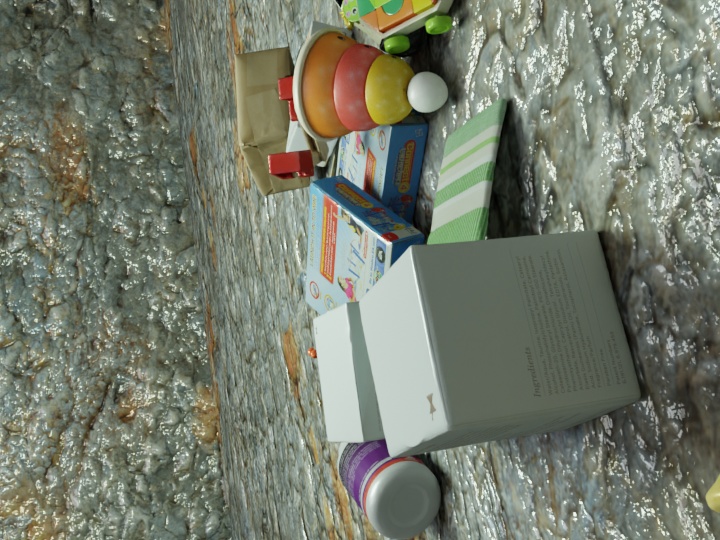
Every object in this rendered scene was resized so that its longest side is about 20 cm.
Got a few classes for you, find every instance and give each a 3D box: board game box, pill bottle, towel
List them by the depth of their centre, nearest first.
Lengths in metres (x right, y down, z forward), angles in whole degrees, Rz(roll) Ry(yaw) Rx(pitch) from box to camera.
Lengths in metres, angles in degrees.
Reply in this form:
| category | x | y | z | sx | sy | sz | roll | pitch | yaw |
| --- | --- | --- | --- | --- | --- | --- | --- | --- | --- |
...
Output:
| category | x | y | z | sx | sy | sz | roll | pitch | yaw |
| --- | --- | --- | --- | --- | --- | --- | --- | --- | --- |
| towel | 0.118 | -0.077 | 1.067 | 0.152 | 0.023 | 0.203 | 153 | 130 | -70 |
| board game box | 0.000 | 0.000 | 1.306 | 0.195 | 0.055 | 0.203 | 40 | 136 | 43 |
| board game box | 0.025 | -0.167 | 1.358 | 0.197 | 0.055 | 0.202 | -118 | 29 | -49 |
| pill bottle | 0.034 | 0.303 | 1.374 | 0.200 | 0.111 | 0.114 | -147 | 54 | -67 |

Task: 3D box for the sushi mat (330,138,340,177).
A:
| category | x | y | z | sx | sy | sz | roll | pitch | yaw |
| --- | --- | --- | --- | --- | --- | --- | --- | --- | --- |
| sushi mat | -0.042 | -0.160 | 1.520 | 0.096 | 0.012 | 0.204 | -89 | 9 | -85 |

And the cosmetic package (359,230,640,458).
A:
| category | x | y | z | sx | sy | sz | roll | pitch | yaw |
| --- | --- | --- | --- | --- | --- | --- | --- | --- | --- |
| cosmetic package | 0.126 | 0.073 | 0.895 | 0.167 | 0.197 | 0.169 | 132 | 130 | -64 |

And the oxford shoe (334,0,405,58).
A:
| category | x | y | z | sx | sy | sz | roll | pitch | yaw |
| --- | --- | --- | --- | --- | --- | --- | --- | --- | --- |
| oxford shoe | 0.012 | -0.354 | 1.312 | 0.201 | 0.073 | 0.072 | -122 | 35 | -48 |

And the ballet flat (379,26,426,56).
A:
| category | x | y | z | sx | sy | sz | roll | pitch | yaw |
| --- | --- | --- | --- | --- | --- | --- | --- | --- | --- |
| ballet flat | 0.057 | -0.379 | 1.196 | 0.066 | 0.056 | 0.204 | -158 | 68 | -68 |

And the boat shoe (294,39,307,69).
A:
| category | x | y | z | sx | sy | sz | roll | pitch | yaw |
| --- | --- | --- | --- | --- | --- | --- | --- | --- | --- |
| boat shoe | -0.088 | -0.305 | 1.646 | 0.057 | 0.066 | 0.204 | -156 | 59 | -64 |

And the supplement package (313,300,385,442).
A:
| category | x | y | z | sx | sy | sz | roll | pitch | yaw |
| --- | --- | --- | --- | --- | --- | --- | --- | --- | --- |
| supplement package | 0.064 | 0.111 | 1.091 | 0.152 | 0.197 | 0.153 | 151 | 112 | -70 |

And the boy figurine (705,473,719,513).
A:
| category | x | y | z | sx | sy | sz | roll | pitch | yaw |
| --- | --- | --- | --- | --- | --- | --- | --- | --- | --- |
| boy figurine | 0.300 | 0.134 | 0.603 | 0.201 | 0.063 | 0.126 | 115 | 145 | -58 |

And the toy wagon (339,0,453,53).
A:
| category | x | y | z | sx | sy | sz | roll | pitch | yaw |
| --- | --- | --- | --- | --- | --- | --- | --- | --- | --- |
| toy wagon | 0.041 | -0.354 | 1.163 | 0.198 | 0.039 | 0.158 | -16 | 80 | 41 |

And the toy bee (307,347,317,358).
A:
| category | x | y | z | sx | sy | sz | roll | pitch | yaw |
| --- | --- | --- | --- | --- | --- | --- | --- | --- | --- |
| toy bee | -0.032 | 0.106 | 1.527 | 0.131 | 0.107 | 0.203 | 139 | 123 | -66 |

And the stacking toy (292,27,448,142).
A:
| category | x | y | z | sx | sy | sz | roll | pitch | yaw |
| --- | --- | --- | --- | --- | --- | --- | --- | --- | --- |
| stacking toy | 0.025 | -0.232 | 1.196 | 0.197 | 0.146 | 0.149 | 11 | 110 | 30 |

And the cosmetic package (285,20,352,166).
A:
| category | x | y | z | sx | sy | sz | roll | pitch | yaw |
| --- | --- | --- | --- | --- | --- | --- | --- | --- | --- |
| cosmetic package | -0.067 | -0.283 | 1.494 | 0.102 | 0.070 | 0.203 | 125 | 154 | -63 |

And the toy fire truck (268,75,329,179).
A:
| category | x | y | z | sx | sy | sz | roll | pitch | yaw |
| --- | --- | --- | --- | --- | --- | --- | --- | --- | --- |
| toy fire truck | -0.068 | -0.203 | 1.304 | 0.200 | 0.048 | 0.144 | -18 | -77 | -67 |

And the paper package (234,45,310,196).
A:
| category | x | y | z | sx | sy | sz | roll | pitch | yaw |
| --- | --- | --- | --- | --- | --- | --- | --- | --- | --- |
| paper package | -0.157 | -0.268 | 1.686 | 0.191 | 0.102 | 0.203 | 75 | -172 | -64 |
